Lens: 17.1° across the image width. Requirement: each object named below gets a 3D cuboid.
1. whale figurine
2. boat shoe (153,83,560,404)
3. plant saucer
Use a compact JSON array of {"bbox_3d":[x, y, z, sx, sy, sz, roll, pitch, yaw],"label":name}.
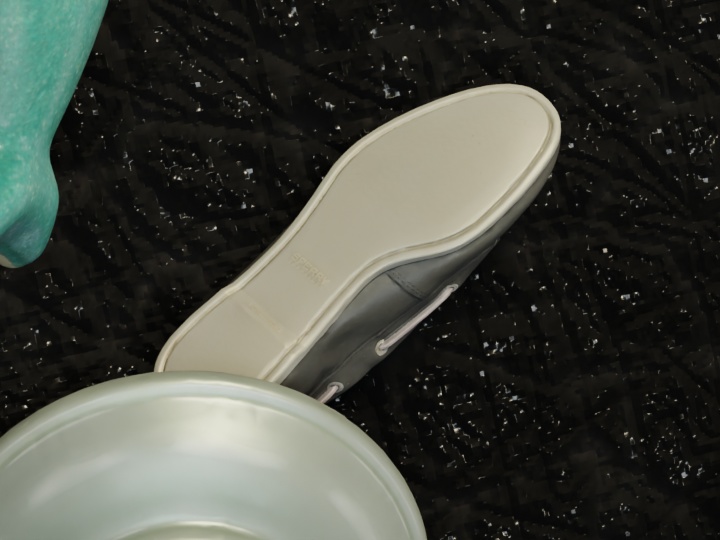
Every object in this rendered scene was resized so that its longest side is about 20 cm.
[{"bbox_3d":[-0.128,-0.104,0.877,0.104,0.159,0.200,-9,83,12],"label":"whale figurine"},{"bbox_3d":[0.000,0.000,0.975,0.200,0.057,0.067,-40,67,-7],"label":"boat shoe"},{"bbox_3d":[-0.069,0.135,0.942,0.200,0.050,0.200,-3,118,-5],"label":"plant saucer"}]
